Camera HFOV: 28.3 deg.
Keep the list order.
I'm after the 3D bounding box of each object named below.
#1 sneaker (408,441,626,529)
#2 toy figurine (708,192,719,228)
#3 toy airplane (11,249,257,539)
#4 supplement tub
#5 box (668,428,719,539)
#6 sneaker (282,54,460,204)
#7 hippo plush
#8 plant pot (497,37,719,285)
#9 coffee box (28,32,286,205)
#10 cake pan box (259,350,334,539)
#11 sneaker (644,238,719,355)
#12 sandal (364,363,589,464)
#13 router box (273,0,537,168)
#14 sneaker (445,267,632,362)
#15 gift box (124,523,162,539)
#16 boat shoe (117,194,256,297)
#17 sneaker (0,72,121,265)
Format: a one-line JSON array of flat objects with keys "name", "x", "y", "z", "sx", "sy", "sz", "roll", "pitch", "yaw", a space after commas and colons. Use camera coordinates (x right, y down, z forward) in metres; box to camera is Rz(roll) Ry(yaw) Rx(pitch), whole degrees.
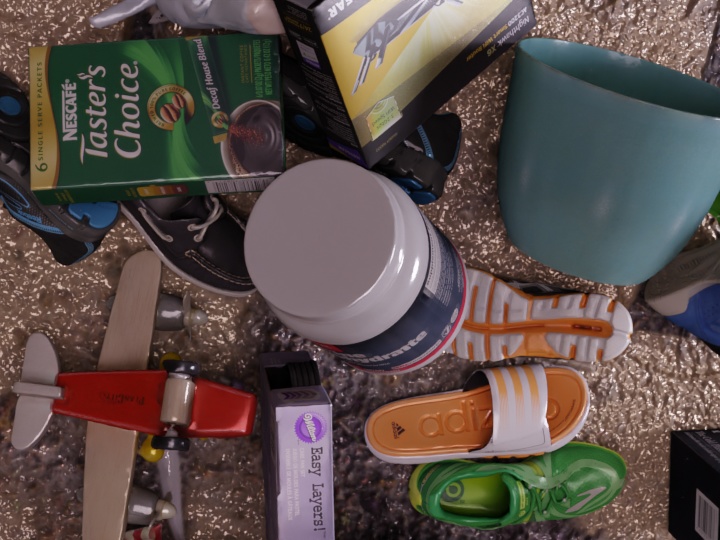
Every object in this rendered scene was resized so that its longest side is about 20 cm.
[{"name": "sneaker", "x": 0.145, "y": 0.202, "z": 1.281, "sx": 0.199, "sy": 0.084, "sz": 0.074, "roll": -6, "pitch": 101, "yaw": -7}, {"name": "toy figurine", "x": 0.411, "y": -0.088, "z": 1.257, "sx": 0.184, "sy": 0.150, "sz": 0.200, "roll": -43, "pitch": 78, "yaw": -11}, {"name": "toy airplane", "x": -0.194, "y": 0.114, "z": 1.210, "sx": 0.200, "sy": 0.141, "sz": 0.199, "roll": -44, "pitch": 65, "yaw": 11}, {"name": "supplement tub", "x": 0.000, "y": 0.000, "z": 1.150, "sx": 0.140, "sy": 0.200, "sz": 0.141, "roll": -5, "pitch": 74, "yaw": 18}, {"name": "box", "x": 0.389, "y": 0.211, "z": 1.255, "sx": 0.181, "sy": 0.200, "sz": 0.105, "roll": -1, "pitch": 100, "yaw": -7}, {"name": "sneaker", "x": -0.008, "y": -0.136, "z": 1.209, "sx": 0.199, "sy": 0.073, "sz": 0.082, "roll": 31, "pitch": 69, "yaw": -10}, {"name": "hippo plush", "x": -0.092, "y": -0.274, "z": 1.130, "sx": 0.199, "sy": 0.159, "sz": 0.162, "roll": 9, "pitch": 106, "yaw": 32}, {"name": "plant pot", "x": 0.204, "y": -0.084, "z": 1.183, "sx": 0.200, "sy": 0.201, "sz": 0.162, "roll": 12, "pitch": 110, "yaw": -9}, {"name": "coffee box", "x": -0.159, "y": -0.119, "z": 1.120, "sx": 0.199, "sy": 0.044, "sz": 0.124, "roll": -2, "pitch": 77, "yaw": 0}, {"name": "cake pan box", "x": -0.055, "y": 0.176, "z": 1.200, "sx": 0.052, "sy": 0.184, "sz": 0.201, "roll": -3, "pitch": 99, "yaw": -9}, {"name": "sneaker", "x": 0.344, "y": 0.024, "z": 1.224, "sx": 0.111, "sy": 0.200, "sz": 0.077, "roll": 36, "pitch": 64, "yaw": -17}, {"name": "sandal", "x": 0.105, "y": 0.127, "z": 1.260, "sx": 0.206, "sy": 0.059, "sz": 0.080, "roll": -11, "pitch": 65, "yaw": -4}, {"name": "router box", "x": 0.039, "y": -0.201, "z": 1.098, "sx": 0.200, "sy": 0.052, "sz": 0.158, "roll": -42, "pitch": 138, "yaw": -18}, {"name": "sneaker", "x": 0.138, "y": 0.043, "z": 1.259, "sx": 0.199, "sy": 0.077, "sz": 0.079, "roll": 11, "pitch": 95, "yaw": 9}, {"name": "gift box", "x": -0.165, "y": 0.336, "z": 1.214, "sx": 0.184, "sy": 0.187, "sz": 0.201, "roll": 19, "pitch": 113, "yaw": -8}, {"name": "boat shoe", "x": -0.151, "y": -0.056, "z": 1.198, "sx": 0.200, "sy": 0.060, "sz": 0.074, "roll": 45, "pitch": 63, "yaw": -10}, {"name": "sneaker", "x": -0.288, "y": -0.087, "z": 1.176, "sx": 0.200, "sy": 0.073, "sz": 0.082, "roll": 48, "pitch": 137, "yaw": 5}]
